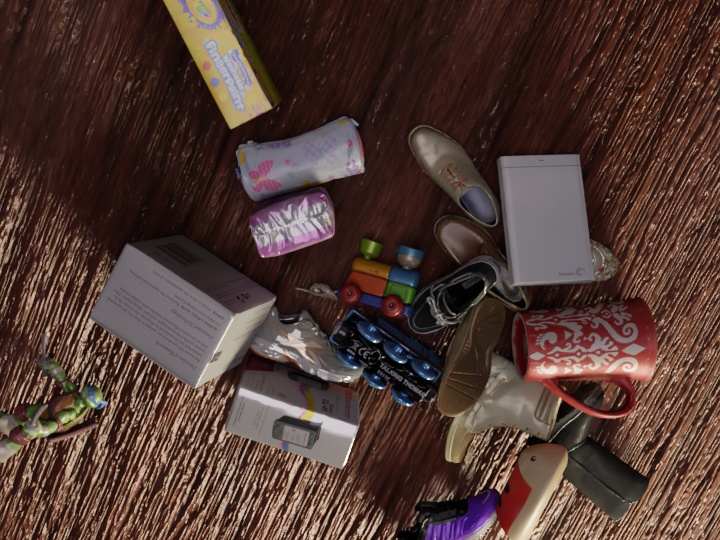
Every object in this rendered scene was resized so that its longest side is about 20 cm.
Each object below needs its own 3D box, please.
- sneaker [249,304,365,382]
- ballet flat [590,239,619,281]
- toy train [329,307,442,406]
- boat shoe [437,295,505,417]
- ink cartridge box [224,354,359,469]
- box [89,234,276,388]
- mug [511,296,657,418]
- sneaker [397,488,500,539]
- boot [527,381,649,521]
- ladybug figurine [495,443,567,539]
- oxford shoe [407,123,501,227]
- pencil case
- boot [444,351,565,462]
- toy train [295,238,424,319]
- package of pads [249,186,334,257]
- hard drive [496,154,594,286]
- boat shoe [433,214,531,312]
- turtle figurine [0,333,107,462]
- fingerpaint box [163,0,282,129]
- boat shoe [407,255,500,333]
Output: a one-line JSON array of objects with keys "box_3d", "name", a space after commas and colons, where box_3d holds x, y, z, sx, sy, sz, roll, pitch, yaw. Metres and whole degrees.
[{"box_3d": [-0.080, 0.115, 1.555, 0.199, 0.076, 0.093, 20, 99, -5], "name": "sneaker"}, {"box_3d": [0.324, -0.029, 1.519, 0.199, 0.064, 0.076, 22, 102, -5], "name": "ballet flat"}, {"box_3d": [0.042, 0.136, 1.535, 0.199, 0.114, 0.087, 35, 109, -8], "name": "toy train"}, {"box_3d": [0.173, 0.137, 1.530, 0.071, 0.064, 0.201, 24, 91, -17], "name": "boat shoe"}, {"box_3d": [-0.106, 0.225, 1.541, 0.198, 0.148, 0.086, 18, 105, -5], "name": "ink cartridge box"}, {"box_3d": [-0.264, 0.055, 1.454, 0.199, 0.199, 0.131, 32, 102, 8], "name": "box"}, {"box_3d": [0.350, 0.129, 1.493, 0.198, 0.178, 0.134, -2, 139, -5], "name": "mug"}, {"box_3d": [0.145, 0.424, 1.628, 0.200, 0.070, 0.100, -41, 98, 9], "name": "sneaker"}, {"box_3d": [0.406, 0.303, 1.594, 0.200, 0.066, 0.165, 41, 113, -3], "name": "boot"}, {"box_3d": [0.272, 0.357, 1.549, 0.072, 0.136, 0.201, 27, 122, 16], "name": "ladybug figurine"}, {"box_3d": [0.152, -0.148, 1.486, 0.200, 0.074, 0.071, 44, 100, -9], "name": "oxford shoe"}, {"box_3d": [-0.092, -0.172, 1.478, 0.198, 0.083, 0.091, -14, 82, 4], "name": "pencil case"}, {"box_3d": [0.234, 0.250, 1.563, 0.154, 0.072, 0.201, 25, 99, 15], "name": "boot"}, {"box_3d": [0.000, 0.000, 1.529, 0.198, 0.085, 0.117, 15, 87, 14], "name": "toy train"}, {"box_3d": [-0.098, -0.077, 1.441, 0.120, 0.200, 0.076, -15, 98, 1], "name": "package of pads"}, {"box_3d": [0.285, -0.079, 1.475, 0.131, 0.027, 0.202, -2, 79, -10], "name": "hard drive"}, {"box_3d": [0.200, -0.013, 1.521, 0.200, 0.068, 0.072, 40, 101, -8], "name": "boat shoe"}, {"box_3d": [-0.533, 0.212, 1.547, 0.193, 0.200, 0.145, -30, 67, 11], "name": "turtle figurine"}, {"box_3d": [-0.198, -0.318, 1.400, 0.073, 0.167, 0.201, -26, 103, 6], "name": "fingerpaint box"}, {"box_3d": [0.137, 0.051, 1.500, 0.199, 0.068, 0.074, -33, 98, 39], "name": "boat shoe"}]
